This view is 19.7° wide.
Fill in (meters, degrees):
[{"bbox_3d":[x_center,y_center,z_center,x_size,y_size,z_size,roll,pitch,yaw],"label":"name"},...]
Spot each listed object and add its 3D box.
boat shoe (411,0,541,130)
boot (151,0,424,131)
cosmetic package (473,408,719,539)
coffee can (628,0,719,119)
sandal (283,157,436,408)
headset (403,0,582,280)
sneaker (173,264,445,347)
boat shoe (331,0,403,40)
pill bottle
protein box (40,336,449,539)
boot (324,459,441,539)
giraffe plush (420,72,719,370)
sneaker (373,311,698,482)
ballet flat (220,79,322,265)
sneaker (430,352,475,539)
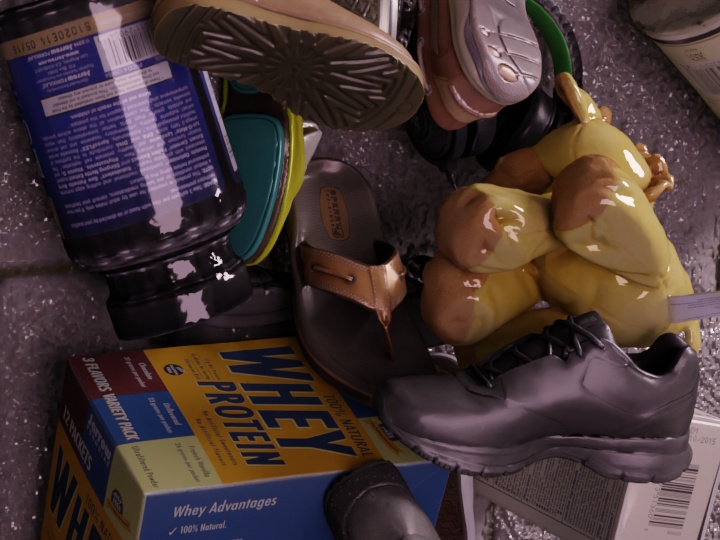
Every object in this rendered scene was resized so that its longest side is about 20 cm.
[{"bbox_3d":[0.061,-0.168,1.281,0.076,0.200,0.072,31,130,-27],"label":"boat shoe"},{"bbox_3d":[-0.045,-0.190,1.193,0.175,0.201,0.066,21,135,-28],"label":"boot"},{"bbox_3d":[0.144,0.118,1.354,0.071,0.200,0.106,11,97,-31],"label":"cosmetic package"},{"bbox_3d":[0.298,-0.151,1.407,0.200,0.146,0.147,44,80,-28],"label":"coffee can"},{"bbox_3d":[0.000,0.000,1.263,0.081,0.201,0.055,5,139,-19],"label":"sandal"},{"bbox_3d":[0.075,-0.092,1.359,0.123,0.094,0.201,15,79,-26],"label":"headset"},{"bbox_3d":[-0.030,0.042,1.327,0.199,0.076,0.091,2,107,-19],"label":"sneaker"},{"bbox_3d":[0.005,-0.189,1.261,0.062,0.074,0.201,16,65,-45],"label":"boat shoe"},{"bbox_3d":[-0.131,-0.067,1.201,0.112,0.112,0.201,-21,100,-23],"label":"pill bottle"},{"bbox_3d":[-0.077,0.162,1.249,0.198,0.135,0.201,-4,124,-27],"label":"protein box"},{"bbox_3d":[0.044,0.210,1.173,0.068,0.131,0.200,-30,133,-8],"label":"boot"},{"bbox_3d":[0.131,-0.031,1.263,0.199,0.163,0.173,2,131,-8],"label":"giraffe plush"},{"bbox_3d":[0.103,0.066,1.182,0.199,0.076,0.091,2,112,-23],"label":"sneaker"},{"bbox_3d":[-0.054,-0.104,1.283,0.067,0.067,0.201,-12,106,-48],"label":"ballet flat"},{"bbox_3d":[0.046,0.159,1.367,0.073,0.085,0.201,11,81,9],"label":"sneaker"}]
